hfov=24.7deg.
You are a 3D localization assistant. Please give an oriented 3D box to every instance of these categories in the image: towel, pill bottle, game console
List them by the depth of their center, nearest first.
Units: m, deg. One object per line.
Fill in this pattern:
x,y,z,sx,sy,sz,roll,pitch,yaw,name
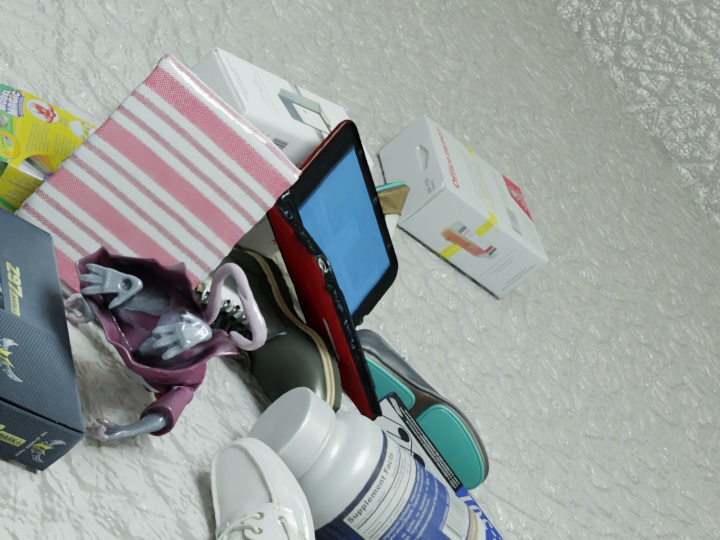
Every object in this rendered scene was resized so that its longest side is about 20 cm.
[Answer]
-0.164,-0.054,1.280,0.146,0.200,0.030,42,8,-23,towel
0.000,0.188,1.341,0.200,0.111,0.111,43,24,-21,pill bottle
0.000,0.000,1.461,0.172,0.118,0.200,51,-15,48,game console

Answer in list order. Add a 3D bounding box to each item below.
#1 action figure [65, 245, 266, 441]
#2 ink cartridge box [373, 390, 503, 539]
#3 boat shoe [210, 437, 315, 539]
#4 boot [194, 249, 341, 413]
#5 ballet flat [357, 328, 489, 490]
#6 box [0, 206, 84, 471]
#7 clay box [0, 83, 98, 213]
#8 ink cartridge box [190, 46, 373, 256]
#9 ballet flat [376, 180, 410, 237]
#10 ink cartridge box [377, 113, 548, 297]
-0.146,0.047,1.225,0.200,0.148,0.134,82,-10,-68,action figure
0.060,0.213,1.507,0.200,0.044,0.094,54,24,3,ink cartridge box
-0.075,0.210,1.219,0.069,0.071,0.201,22,38,-53,boat shoe
-0.109,0.051,1.404,0.138,0.078,0.200,20,25,-46,boot
0.053,0.129,1.592,0.200,0.073,0.073,43,24,-15,ballet flat
-0.275,0.026,1.136,0.158,0.051,0.200,33,29,-41,box
-0.224,-0.070,1.341,0.199,0.048,0.115,26,31,-19,clay box
-0.107,-0.105,1.528,0.200,0.145,0.084,19,37,-53,ink cartridge box
0.002,-0.056,1.784,0.200,0.068,0.073,-11,85,-65,ballet flat
0.124,-0.079,2.011,0.200,0.083,0.145,34,28,-37,ink cartridge box
